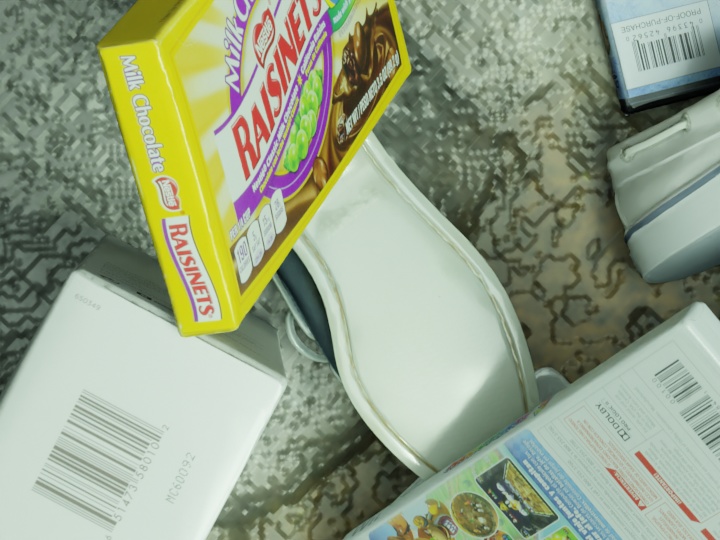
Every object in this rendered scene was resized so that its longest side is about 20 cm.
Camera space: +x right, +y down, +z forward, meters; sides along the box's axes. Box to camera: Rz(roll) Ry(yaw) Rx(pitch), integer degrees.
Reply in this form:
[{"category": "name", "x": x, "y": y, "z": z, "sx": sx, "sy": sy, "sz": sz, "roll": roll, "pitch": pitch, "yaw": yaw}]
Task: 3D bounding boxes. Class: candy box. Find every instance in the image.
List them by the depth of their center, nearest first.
[{"category": "candy box", "x": -0.031, "y": -0.070, "z": 0.945, "sx": 0.026, "sy": 0.200, "sz": 0.103, "roll": -7, "pitch": 116, "yaw": 22}]

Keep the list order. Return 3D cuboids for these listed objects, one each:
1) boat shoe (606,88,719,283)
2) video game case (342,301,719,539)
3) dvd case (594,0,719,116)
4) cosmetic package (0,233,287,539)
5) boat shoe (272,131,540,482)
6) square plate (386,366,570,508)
[{"category": "boat shoe", "x": 0.165, "y": -0.067, "z": 1.031, "sx": 0.200, "sy": 0.073, "sz": 0.066, "roll": -34, "pitch": 70, "yaw": 34}, {"category": "video game case", "x": 0.097, "y": 0.112, "z": 1.008, "sx": 0.143, "sy": 0.018, "sz": 0.200, "roll": 49, "pitch": 131, "yaw": -4}, {"category": "dvd case", "x": 0.147, "y": -0.175, "z": 1.094, "sx": 0.142, "sy": 0.018, "sz": 0.201, "roll": -14, "pitch": 92, "yaw": -4}, {"category": "cosmetic package", "x": -0.086, "y": 0.055, "z": 0.993, "sx": 0.085, "sy": 0.200, "sz": 0.108, "roll": 28, "pitch": 93, "yaw": -3}, {"category": "boat shoe", "x": 0.000, "y": 0.000, "z": 1.066, "sx": 0.075, "sy": 0.062, "sz": 0.200, "roll": -39, "pitch": 91, "yaw": -5}, {"category": "square plate", "x": 0.064, "y": 0.174, "z": 1.095, "sx": 0.198, "sy": 0.028, "sz": 0.200, "roll": -42, "pitch": 94, "yaw": -2}]
